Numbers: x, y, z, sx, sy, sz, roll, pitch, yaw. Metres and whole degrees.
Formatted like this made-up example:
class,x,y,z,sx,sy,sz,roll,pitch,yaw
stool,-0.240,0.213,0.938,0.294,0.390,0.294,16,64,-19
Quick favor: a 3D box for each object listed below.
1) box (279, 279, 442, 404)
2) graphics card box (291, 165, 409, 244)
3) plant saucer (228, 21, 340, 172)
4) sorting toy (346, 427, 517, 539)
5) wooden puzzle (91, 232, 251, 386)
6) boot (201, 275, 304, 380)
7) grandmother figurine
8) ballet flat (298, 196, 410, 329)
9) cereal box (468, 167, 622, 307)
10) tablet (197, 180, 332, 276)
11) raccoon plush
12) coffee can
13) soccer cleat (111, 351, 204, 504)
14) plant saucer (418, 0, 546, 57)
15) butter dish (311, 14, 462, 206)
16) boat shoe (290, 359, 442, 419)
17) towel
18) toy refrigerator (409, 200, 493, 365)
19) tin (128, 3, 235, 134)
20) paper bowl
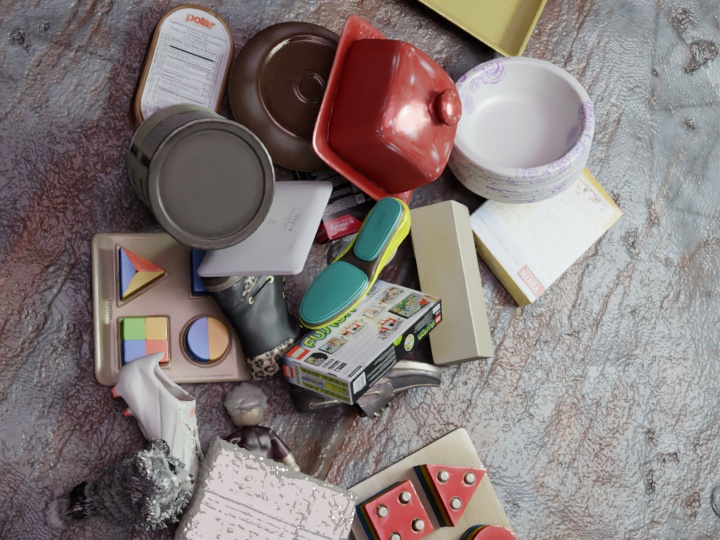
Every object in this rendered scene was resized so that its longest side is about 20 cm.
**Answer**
class,x,y,z,sx,sy,sz,roll,pitch,yaw
box,0.004,0.083,1.633,0.200,0.109,0.035,-39,133,-41
graphics card box,-0.029,-0.147,1.731,0.124,0.051,0.202,-20,87,-21
plant saucer,-0.067,-0.227,1.689,0.197,0.037,0.204,5,75,-18
sorting toy,0.100,0.328,1.669,0.197,0.070,0.202,-25,88,-22
wooden puzzle,-0.226,0.043,1.625,0.197,0.046,0.188,0,79,-19
boot,-0.105,0.029,1.652,0.200,0.072,0.152,-42,116,-52
grandmother figurine,-0.131,0.236,1.617,0.120,0.060,0.203,4,73,-47
ballet flat,0.000,0.000,1.656,0.066,0.067,0.201,31,77,25
cereal box,0.246,-0.068,1.816,0.200,0.039,0.144,-40,93,-21
tablet,-0.113,-0.053,1.610,0.128,0.014,0.201,-2,33,13
raccoon plush,-0.272,0.262,1.477,0.198,0.134,0.098,-31,83,5
coffee can,-0.191,-0.115,1.565,0.144,0.200,0.149,-4,103,-16
soccer cleat,-0.217,0.192,1.573,0.077,0.069,0.202,-30,97,2
plant saucer,0.166,-0.413,1.854,0.198,0.048,0.202,30,71,-11
butter dish,0.060,-0.195,1.645,0.199,0.146,0.202,34,65,-44
boat shoe,0.005,0.149,1.679,0.197,0.074,0.075,0,89,-10
towel,-0.107,0.291,1.564,0.198,0.034,0.134,24,71,-10
toy refrigerator,0.115,0.018,1.725,0.069,0.076,0.203,-12,82,20
tin,-0.224,-0.242,1.690,0.111,0.042,0.203,18,74,-19
paper bowl,0.206,-0.176,1.767,0.197,0.105,0.203,0,59,1
